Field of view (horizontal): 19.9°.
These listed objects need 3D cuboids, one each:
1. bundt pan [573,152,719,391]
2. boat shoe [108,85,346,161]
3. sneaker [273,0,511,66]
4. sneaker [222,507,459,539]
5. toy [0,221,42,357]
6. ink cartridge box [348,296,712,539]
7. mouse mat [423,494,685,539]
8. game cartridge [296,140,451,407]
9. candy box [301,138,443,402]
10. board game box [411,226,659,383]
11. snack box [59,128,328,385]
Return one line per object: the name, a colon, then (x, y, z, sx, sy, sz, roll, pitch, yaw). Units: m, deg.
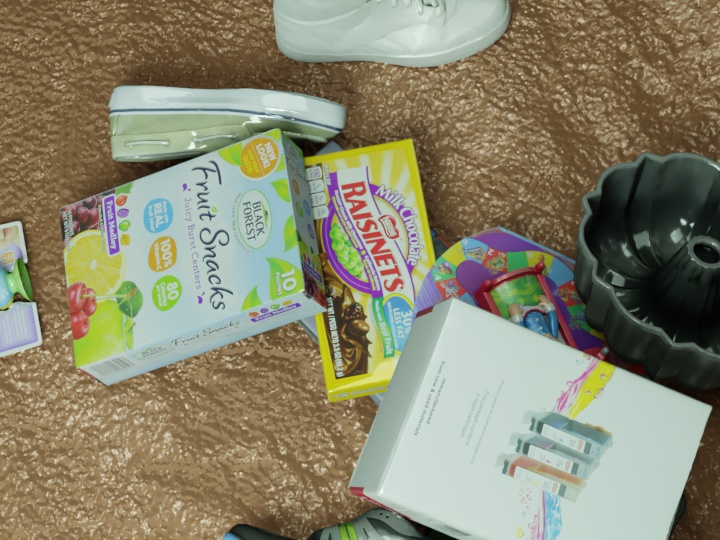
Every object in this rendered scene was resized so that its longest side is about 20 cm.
bundt pan: (0.248, 0.009, 1.535, 0.200, 0.076, 0.203, 8, 50, -9)
boat shoe: (-0.109, -0.114, 1.664, 0.198, 0.072, 0.063, 3, 87, 12)
sneaker: (0.024, -0.224, 1.667, 0.198, 0.116, 0.074, -6, 63, 2)
sneaker: (-0.002, 0.211, 1.494, 0.198, 0.071, 0.083, 7, 60, 4)
toy: (-0.360, 0.029, 1.626, 0.198, 0.047, 0.116, -14, 63, -2)
ink cartridge box: (0.115, 0.126, 1.419, 0.199, 0.145, 0.146, 24, 81, -6)
mouse mat: (0.129, 0.210, 1.517, 0.160, 0.008, 0.201, 28, 72, 17)
game cartridge: (0.000, 0.000, 1.612, 0.130, 0.038, 0.200, -42, 68, -9)
candy box: (0.009, -0.003, 1.581, 0.101, 0.026, 0.202, -9, 65, -3)
board game box: (0.139, 0.047, 1.538, 0.199, 0.039, 0.159, 25, 62, -3)
snack box: (-0.132, -0.010, 1.589, 0.198, 0.053, 0.143, -18, 65, 17)
